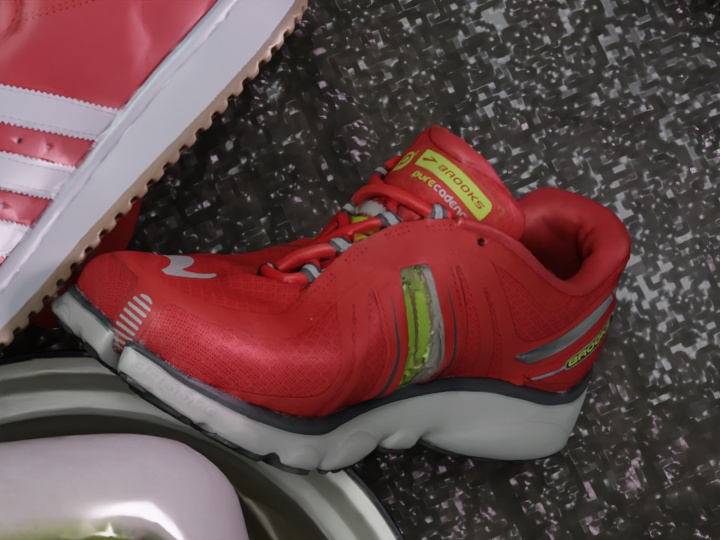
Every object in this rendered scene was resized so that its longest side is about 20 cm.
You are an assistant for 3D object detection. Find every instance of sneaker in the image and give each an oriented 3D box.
[{"bbox_3d":[-0.114,-0.039,0.697,0.113,0.071,0.200,47,67,-15],"label":"sneaker"},{"bbox_3d":[0.000,0.000,0.748,0.077,0.200,0.085,36,111,33],"label":"sneaker"}]

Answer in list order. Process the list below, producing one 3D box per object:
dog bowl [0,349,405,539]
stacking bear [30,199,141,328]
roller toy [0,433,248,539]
[{"bbox_3d":[-0.075,0.126,0.773,0.199,0.074,0.201,0,79,-1],"label":"dog bowl"},{"bbox_3d":[-0.073,-0.085,0.802,0.121,0.114,0.200,23,83,3],"label":"stacking bear"},{"bbox_3d":[-0.105,0.124,0.644,0.182,0.200,0.140,-15,80,9],"label":"roller toy"}]
